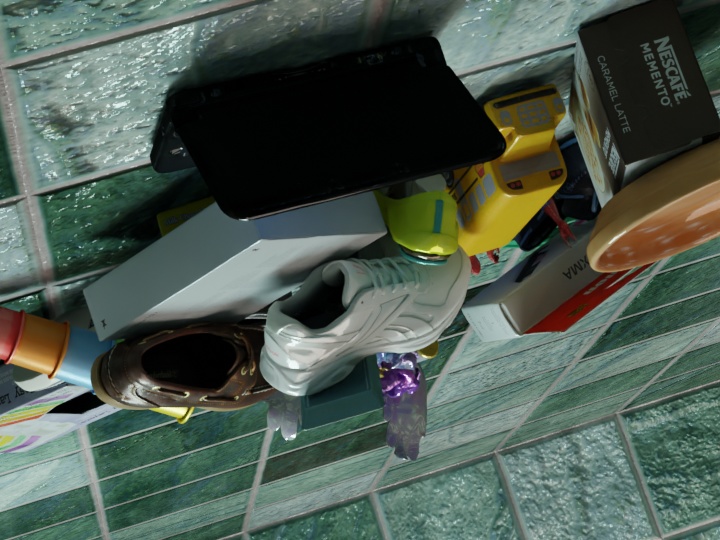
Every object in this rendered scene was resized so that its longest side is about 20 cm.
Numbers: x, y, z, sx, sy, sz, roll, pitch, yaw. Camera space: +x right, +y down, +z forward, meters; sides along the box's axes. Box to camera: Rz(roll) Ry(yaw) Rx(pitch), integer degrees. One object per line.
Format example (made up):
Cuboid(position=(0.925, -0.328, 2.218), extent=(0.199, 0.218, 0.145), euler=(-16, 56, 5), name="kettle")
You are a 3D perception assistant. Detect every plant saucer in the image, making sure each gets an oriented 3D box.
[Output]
Cuboid(position=(0.261, -0.058, 1.498), extent=(0.199, 0.038, 0.200), euler=(-23, 166, -6), name="plant saucer")
Cuboid(position=(-0.020, 0.082, 1.640), extent=(0.069, 0.019, 0.200), euler=(-17, -162, 2), name="plant saucer")

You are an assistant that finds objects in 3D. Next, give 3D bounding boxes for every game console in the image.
Cuboid(position=(-0.027, -0.079, 1.335), extent=(0.199, 0.117, 0.176), euler=(-14, 166, -18), name="game console")

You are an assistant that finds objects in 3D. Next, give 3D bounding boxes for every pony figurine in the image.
Cuboid(position=(0.012, 0.065, 1.832), extent=(0.166, 0.194, 0.200), euler=(16, 158, -18), name="pony figurine")

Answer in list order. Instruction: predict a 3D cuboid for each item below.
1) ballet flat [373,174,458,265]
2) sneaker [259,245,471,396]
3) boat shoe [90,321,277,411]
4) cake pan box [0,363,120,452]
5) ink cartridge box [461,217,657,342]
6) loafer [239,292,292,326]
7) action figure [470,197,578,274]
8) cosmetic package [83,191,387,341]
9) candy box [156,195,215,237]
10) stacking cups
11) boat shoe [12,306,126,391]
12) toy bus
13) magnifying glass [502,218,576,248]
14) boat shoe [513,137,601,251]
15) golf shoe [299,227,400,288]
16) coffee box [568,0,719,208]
Cuboid(position=(0.044, -0.057, 1.599), extent=(0.066, 0.068, 0.200), euler=(4, -168, -12), name="ballet flat")
Cuboid(position=(0.009, 0.023, 1.575), extent=(0.199, 0.078, 0.100), euler=(-30, 146, -21), name="sneaker")
Cuboid(position=(-0.122, 0.078, 1.600), extent=(0.199, 0.071, 0.070), euler=(-8, 167, -44), name="boat shoe")
Cuboid(position=(-0.312, 0.124, 1.911), extent=(0.199, 0.053, 0.184), euler=(-24, 168, 21), name="cake pan box")
Cuboid(position=(0.204, -0.010, 1.745), extent=(0.200, 0.044, 0.173), euler=(-36, -173, -18), name="ink cartridge box")
Cuboid(position=(-0.149, 0.049, 1.799), extent=(0.199, 0.063, 0.072), euler=(-25, 165, 25), name="loafer")
Cuboid(position=(0.127, -0.030, 1.766), extent=(0.065, 0.099, 0.200), euler=(-12, 155, -25), name="action figure")
Cuboid(position=(-0.100, -0.007, 1.551), extent=(0.199, 0.052, 0.150), euler=(-30, 166, 37), name="cosmetic package")
Cuboid(position=(-0.106, -0.027, 1.633), extent=(0.102, 0.027, 0.200), euler=(-16, 166, -2), name="candy box")
Cuboid(position=(-0.231, 0.075, 1.626), extent=(0.199, 0.061, 0.060), euler=(17, 153, -20), name="stacking cups")
Cuboid(position=(-0.210, 0.075, 1.714), extent=(0.199, 0.075, 0.093), euler=(-26, 125, 32), name="boat shoe")
Cuboid(position=(0.115, -0.081, 1.603), extent=(0.065, 0.079, 0.200), euler=(-15, 166, -17), name="toy bus")
Cuboid(position=(0.160, -0.035, 1.980), extent=(0.199, 0.023, 0.080), euler=(-10, 165, -29), name="magnifying glass")
Cuboid(position=(0.203, -0.076, 1.765), extent=(0.084, 0.069, 0.200), euler=(-11, 165, -31), name="boat shoe")
Cuboid(position=(0.000, 0.000, 1.734), extent=(0.097, 0.079, 0.200), euler=(-18, -178, -19), name="golf shoe")
Cuboid(position=(0.218, -0.117, 1.524), extent=(0.079, 0.115, 0.200), euler=(-19, 168, 0), name="coffee box")
